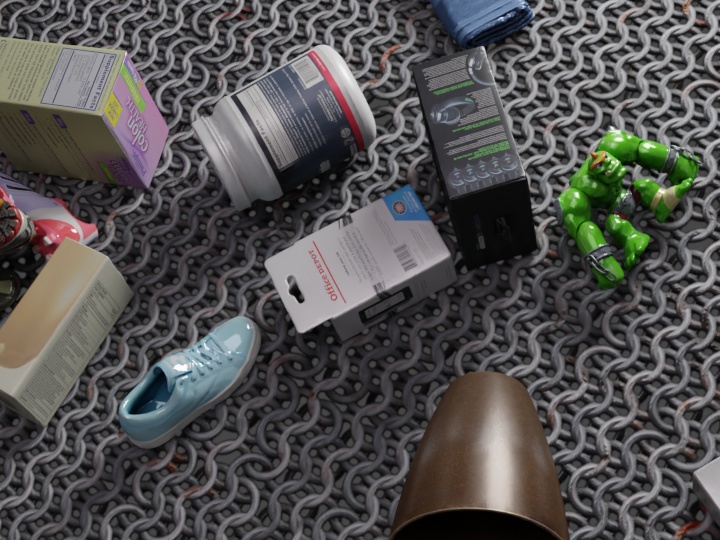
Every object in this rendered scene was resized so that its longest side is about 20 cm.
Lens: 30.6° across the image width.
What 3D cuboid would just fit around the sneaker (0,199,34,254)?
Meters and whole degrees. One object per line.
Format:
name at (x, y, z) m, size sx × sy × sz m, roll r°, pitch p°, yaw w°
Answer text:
sneaker at (-0.494, -0.037, 1.625) m, size 0.198 × 0.082 × 0.079 m, roll -6°, pitch 79°, yaw 16°

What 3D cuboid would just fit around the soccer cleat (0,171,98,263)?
soccer cleat at (-0.423, -0.078, 1.697) m, size 0.199 × 0.067 × 0.076 m, roll 35°, pitch 45°, yaw 30°

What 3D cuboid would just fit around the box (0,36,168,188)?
box at (-0.372, -0.200, 1.677) m, size 0.198 × 0.176 × 0.097 m, roll 9°, pitch 65°, yaw 16°

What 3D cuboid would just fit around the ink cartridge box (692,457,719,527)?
ink cartridge box at (0.474, 0.236, 1.353) m, size 0.199 × 0.045 × 0.177 m, roll -30°, pitch 60°, yaw -5°

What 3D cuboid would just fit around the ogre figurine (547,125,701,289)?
ogre figurine at (0.300, -0.083, 1.531) m, size 0.119 × 0.098 × 0.201 m, roll 36°, pitch 89°, yaw 7°

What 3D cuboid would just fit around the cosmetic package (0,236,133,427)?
cosmetic package at (-0.366, 0.073, 1.576) m, size 0.071 × 0.105 × 0.201 m, roll 23°, pitch 68°, yaw 22°

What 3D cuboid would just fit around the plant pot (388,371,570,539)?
plant pot at (0.128, 0.213, 1.375) m, size 0.185 × 0.188 × 0.201 m, roll -2°, pitch 48°, yaw 11°

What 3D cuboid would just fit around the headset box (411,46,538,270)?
headset box at (0.135, -0.122, 1.534) m, size 0.092 × 0.175 × 0.202 m, roll -15°, pitch 60°, yaw 3°

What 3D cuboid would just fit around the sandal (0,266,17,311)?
sandal at (-0.530, 0.005, 1.676) m, size 0.200 × 0.057 × 0.080 m, roll 27°, pitch 64°, yaw 7°

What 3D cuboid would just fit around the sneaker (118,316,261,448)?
sneaker at (-0.197, 0.122, 1.527) m, size 0.074 × 0.082 × 0.200 m, roll 38°, pitch 75°, yaw 25°

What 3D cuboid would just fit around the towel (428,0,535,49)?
towel at (0.138, -0.381, 1.741) m, size 0.111 × 0.049 × 0.201 m, roll -26°, pitch 62°, yaw -3°

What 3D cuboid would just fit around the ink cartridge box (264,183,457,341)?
ink cartridge box at (0.000, 0.000, 1.559) m, size 0.199 × 0.068 × 0.117 m, roll -27°, pitch 61°, yaw -4°

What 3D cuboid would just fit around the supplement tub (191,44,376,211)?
supplement tub at (-0.094, -0.175, 1.628) m, size 0.199 × 0.141 × 0.141 m, roll -29°, pitch 61°, yaw -4°
